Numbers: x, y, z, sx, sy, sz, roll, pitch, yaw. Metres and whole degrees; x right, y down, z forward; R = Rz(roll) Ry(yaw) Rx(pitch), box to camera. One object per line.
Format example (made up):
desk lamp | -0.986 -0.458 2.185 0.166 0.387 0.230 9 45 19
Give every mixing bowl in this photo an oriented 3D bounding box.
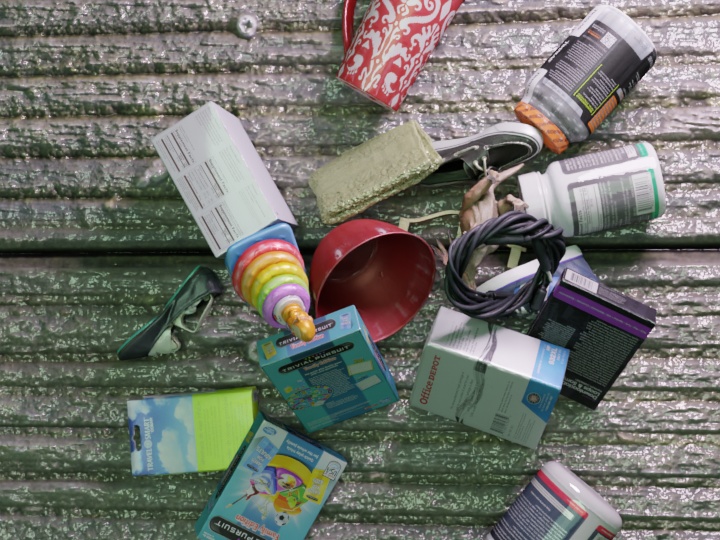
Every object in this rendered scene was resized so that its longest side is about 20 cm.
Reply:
mixing bowl | 0.000 0.000 1.555 0.200 0.200 0.109 -42 47 3

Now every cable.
cable | 0.200 -0.006 1.447 0.164 0.198 0.051 -57 39 21

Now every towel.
towel | 0.020 -0.147 1.576 0.198 0.149 0.037 -27 124 4

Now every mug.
mug | 0.048 -0.358 1.599 0.132 0.177 0.202 25 96 -29

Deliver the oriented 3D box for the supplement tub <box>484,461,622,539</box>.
supplement tub | 0.265 0.390 1.514 0.140 0.140 0.201 39 92 7

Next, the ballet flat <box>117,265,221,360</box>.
ballet flat | -0.289 0.082 1.630 0.073 0.073 0.200 44 91 6

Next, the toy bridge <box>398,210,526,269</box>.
toy bridge | 0.155 -0.054 1.603 0.197 0.027 0.068 13 88 7

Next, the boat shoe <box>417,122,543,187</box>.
boat shoe | 0.174 -0.161 1.555 0.198 0.071 0.064 -11 45 30

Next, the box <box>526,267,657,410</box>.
box | 0.314 0.102 1.509 0.142 0.036 0.201 25 131 3

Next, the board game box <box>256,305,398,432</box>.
board game box | -0.044 0.147 1.534 0.149 0.201 0.047 -20 50 6

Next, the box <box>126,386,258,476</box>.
box | -0.255 0.249 1.628 0.197 0.048 0.124 -5 87 6

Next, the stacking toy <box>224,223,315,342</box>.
stacking toy | -0.107 0.038 1.459 0.109 0.200 0.117 -25 130 -9

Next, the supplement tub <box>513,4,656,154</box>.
supplement tub | 0.325 -0.277 1.544 0.122 0.123 0.200 43 92 7

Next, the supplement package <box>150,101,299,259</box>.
supplement package | -0.199 -0.129 1.583 0.110 0.156 0.202 -30 84 7

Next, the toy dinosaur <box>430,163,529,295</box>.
toy dinosaur | 0.166 -0.069 1.519 0.085 0.135 0.202 23 74 -17

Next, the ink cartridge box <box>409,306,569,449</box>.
ink cartridge box | 0.184 0.156 1.527 0.198 0.146 0.084 19 46 7

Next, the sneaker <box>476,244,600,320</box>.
sneaker | 0.265 0.064 1.557 0.198 0.081 0.148 -23 81 0

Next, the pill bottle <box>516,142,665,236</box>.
pill bottle | 0.335 -0.113 1.541 0.197 0.113 0.115 -11 86 6

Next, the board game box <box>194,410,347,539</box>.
board game box | -0.134 0.337 1.583 0.150 0.047 0.202 29 91 -17
